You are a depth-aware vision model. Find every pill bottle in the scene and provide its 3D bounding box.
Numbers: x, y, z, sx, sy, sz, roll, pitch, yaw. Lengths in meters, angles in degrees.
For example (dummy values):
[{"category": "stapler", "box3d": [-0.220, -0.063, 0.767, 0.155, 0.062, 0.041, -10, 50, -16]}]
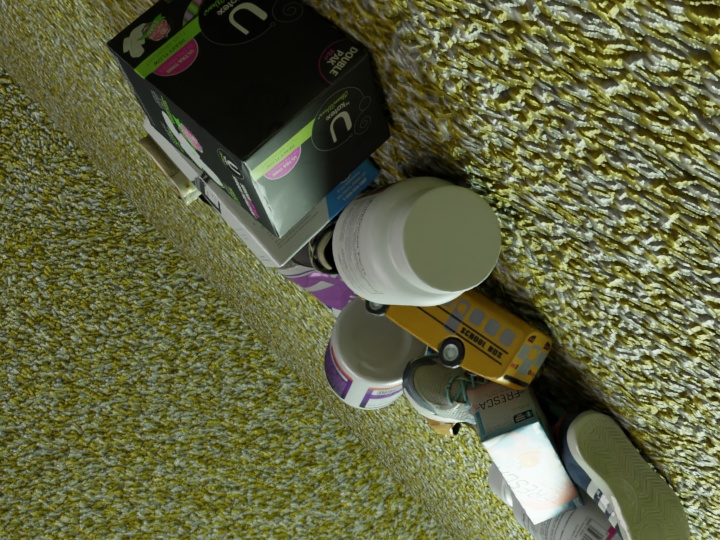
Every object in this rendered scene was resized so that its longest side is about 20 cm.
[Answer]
[{"category": "pill bottle", "box3d": [0.013, 0.104, 1.460, 0.111, 0.111, 0.200, 45, 163, 8]}, {"category": "pill bottle", "box3d": [0.050, -0.025, 1.094, 0.114, 0.114, 0.200, 48, 169, -9]}, {"category": "pill bottle", "box3d": [0.247, 0.272, 1.398, 0.200, 0.113, 0.114, 37, 165, 42]}]

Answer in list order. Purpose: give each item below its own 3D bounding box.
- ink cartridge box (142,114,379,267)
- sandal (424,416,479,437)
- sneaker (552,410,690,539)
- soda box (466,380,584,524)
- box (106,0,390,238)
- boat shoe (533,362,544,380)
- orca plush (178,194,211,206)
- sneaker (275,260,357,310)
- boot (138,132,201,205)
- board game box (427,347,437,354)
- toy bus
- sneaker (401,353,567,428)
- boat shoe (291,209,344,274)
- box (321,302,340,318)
[{"category": "ink cartridge box", "box3d": [-0.103, -0.125, 1.240, 0.200, 0.145, 0.084, 49, 169, -10]}, {"category": "sandal", "box3d": [0.099, 0.171, 1.501, 0.080, 0.054, 0.200, 52, 168, -25]}, {"category": "sneaker", "box3d": [0.270, 0.227, 1.274, 0.201, 0.075, 0.084, 59, 165, -9]}, {"category": "soda box", "box3d": [0.176, 0.190, 1.283, 0.200, 0.063, 0.069, 56, -165, -47]}, {"category": "box", "box3d": [-0.097, -0.160, 1.084, 0.200, 0.148, 0.125, 41, 166, 28]}, {"category": "boat shoe", "box3d": [0.118, 0.075, 1.337, 0.200, 0.057, 0.069, 33, 163, 50]}, {"category": "orca plush", "box3d": [-0.202, -0.118, 1.540, 0.200, 0.071, 0.106, -139, 31, -76]}, {"category": "sneaker", "box3d": [0.000, -0.001, 1.426, 0.200, 0.073, 0.114, -3, 142, 50]}, {"category": "boot", "box3d": [-0.128, -0.117, 1.328, 0.200, 0.155, 0.073, 46, 169, 4]}, {"category": "board game box", "box3d": [0.123, 0.124, 1.517, 0.200, 0.047, 0.151, 34, 163, 49]}, {"category": "toy bus", "box3d": [0.091, 0.049, 1.235, 0.200, 0.079, 0.065, 34, -174, 35]}, {"category": "sneaker", "box3d": [0.143, 0.138, 1.347, 0.199, 0.078, 0.086, 19, 163, -16]}, {"category": "boat shoe", "box3d": [-0.023, -0.034, 1.290, 0.199, 0.073, 0.075, -9, 99, 50]}, {"category": "box", "box3d": [-0.057, -0.010, 1.683, 0.200, 0.060, 0.117, 44, 168, 17]}]
